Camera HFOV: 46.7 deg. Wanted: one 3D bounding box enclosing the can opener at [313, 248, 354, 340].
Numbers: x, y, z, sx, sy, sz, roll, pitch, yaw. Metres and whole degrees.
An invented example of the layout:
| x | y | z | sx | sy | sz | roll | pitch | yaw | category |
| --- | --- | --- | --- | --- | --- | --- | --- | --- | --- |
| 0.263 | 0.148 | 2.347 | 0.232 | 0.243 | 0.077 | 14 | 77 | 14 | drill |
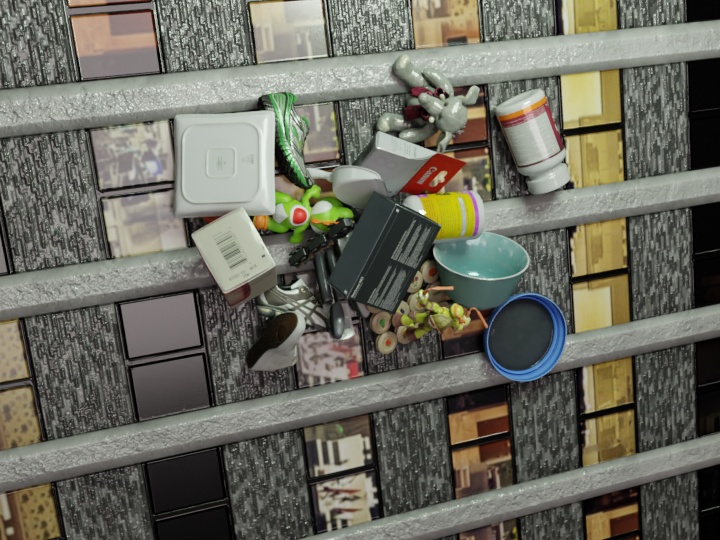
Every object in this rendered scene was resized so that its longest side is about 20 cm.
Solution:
| x | y | z | sx | sy | sz | roll | pitch | yaw | category |
| --- | --- | --- | --- | --- | --- | --- | --- | --- | --- |
| -0.052 | 0.046 | 1.673 | 0.052 | 0.067 | 0.201 | -6 | 64 | -18 | can opener |

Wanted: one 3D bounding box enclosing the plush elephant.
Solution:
| x | y | z | sx | sy | sz | roll | pitch | yaw | category |
| --- | --- | --- | --- | --- | --- | --- | --- | --- | --- |
| 0.149 | -0.320 | 1.666 | 0.199 | 0.155 | 0.166 | 24 | 92 | -19 | plush elephant |

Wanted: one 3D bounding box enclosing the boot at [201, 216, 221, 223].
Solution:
| x | y | z | sx | sy | sz | roll | pitch | yaw | category |
| --- | --- | --- | --- | --- | --- | --- | --- | --- | --- |
| -0.250 | -0.179 | 1.608 | 0.107 | 0.075 | 0.200 | 38 | 96 | -12 | boot |

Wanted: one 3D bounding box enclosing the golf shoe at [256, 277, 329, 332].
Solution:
| x | y | z | sx | sy | sz | roll | pitch | yaw | category |
| --- | --- | --- | --- | --- | --- | --- | --- | --- | --- |
| -0.110 | 0.067 | 1.696 | 0.199 | 0.078 | 0.095 | 14 | 95 | -20 | golf shoe |

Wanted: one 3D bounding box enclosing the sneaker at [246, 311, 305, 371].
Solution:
| x | y | z | sx | sy | sz | roll | pitch | yaw | category |
| --- | --- | --- | --- | --- | --- | --- | --- | --- | --- |
| -0.148 | 0.143 | 1.661 | 0.084 | 0.200 | 0.073 | 15 | 54 | -30 | sneaker |

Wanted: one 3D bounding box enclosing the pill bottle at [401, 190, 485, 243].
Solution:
| x | y | z | sx | sy | sz | roll | pitch | yaw | category |
| --- | --- | --- | --- | --- | --- | --- | --- | --- | --- |
| 0.150 | -0.107 | 1.730 | 0.199 | 0.104 | 0.105 | -6 | 101 | -16 | pill bottle |

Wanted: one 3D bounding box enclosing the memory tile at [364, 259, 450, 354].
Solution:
| x | y | z | sx | sy | sz | roll | pitch | yaw | category |
| --- | --- | --- | --- | --- | --- | --- | --- | --- | --- |
| 0.103 | 0.077 | 1.759 | 0.199 | 0.017 | 0.154 | -27 | 117 | -26 | memory tile |

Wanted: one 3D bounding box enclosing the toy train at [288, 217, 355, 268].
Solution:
| x | y | z | sx | sy | sz | roll | pitch | yaw | category |
| --- | --- | --- | --- | --- | --- | --- | --- | --- | --- |
| -0.078 | -0.055 | 1.643 | 0.046 | 0.200 | 0.034 | -10 | 74 | -45 | toy train |

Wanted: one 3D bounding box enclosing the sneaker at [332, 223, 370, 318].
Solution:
| x | y | z | sx | sy | sz | roll | pitch | yaw | category |
| --- | --- | --- | --- | --- | --- | --- | --- | --- | --- |
| 0.000 | 0.000 | 1.722 | 0.080 | 0.070 | 0.202 | -17 | 103 | -16 | sneaker |

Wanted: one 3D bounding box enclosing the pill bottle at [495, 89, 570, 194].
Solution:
| x | y | z | sx | sy | sz | roll | pitch | yaw | category |
| --- | --- | --- | --- | --- | --- | --- | --- | --- | --- |
| 0.369 | -0.271 | 1.767 | 0.109 | 0.110 | 0.201 | -28 | 106 | -10 | pill bottle |

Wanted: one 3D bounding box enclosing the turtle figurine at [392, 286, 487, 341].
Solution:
| x | y | z | sx | sy | sz | roll | pitch | yaw | category |
| --- | --- | --- | --- | --- | --- | --- | --- | --- | --- |
| 0.156 | 0.102 | 1.694 | 0.200 | 0.161 | 0.065 | 29 | 53 | -41 | turtle figurine |

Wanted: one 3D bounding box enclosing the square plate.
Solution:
| x | y | z | sx | sy | sz | roll | pitch | yaw | category |
| --- | --- | --- | --- | --- | --- | --- | --- | --- | --- |
| -0.260 | -0.202 | 1.570 | 0.197 | 0.028 | 0.202 | -1 | 85 | 6 | square plate |

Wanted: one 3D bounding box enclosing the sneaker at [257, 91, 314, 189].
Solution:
| x | y | z | sx | sy | sz | roll | pitch | yaw | category |
| --- | --- | --- | --- | --- | --- | --- | --- | --- | --- |
| -0.129 | -0.255 | 1.625 | 0.085 | 0.078 | 0.201 | -20 | 94 | -17 | sneaker |

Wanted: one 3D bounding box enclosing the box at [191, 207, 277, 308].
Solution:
| x | y | z | sx | sy | sz | roll | pitch | yaw | category |
| --- | --- | --- | --- | --- | --- | --- | --- | --- | --- |
| -0.233 | -0.018 | 1.563 | 0.109 | 0.200 | 0.128 | -30 | 83 | -10 | box |

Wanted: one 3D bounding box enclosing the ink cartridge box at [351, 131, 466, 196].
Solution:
| x | y | z | sx | sy | sz | roll | pitch | yaw | category |
| --- | --- | --- | --- | --- | --- | --- | --- | --- | --- |
| 0.087 | -0.191 | 1.669 | 0.199 | 0.163 | 0.057 | 20 | 59 | -17 | ink cartridge box |

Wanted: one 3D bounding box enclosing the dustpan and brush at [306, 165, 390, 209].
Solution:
| x | y | z | sx | sy | sz | roll | pitch | yaw | category |
| --- | --- | --- | --- | --- | --- | --- | --- | --- | --- |
| -0.032 | -0.173 | 1.645 | 0.199 | 0.140 | 0.058 | 5 | 66 | 15 | dustpan and brush |

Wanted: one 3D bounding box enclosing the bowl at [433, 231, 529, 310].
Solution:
| x | y | z | sx | sy | sz | roll | pitch | yaw | category |
| --- | --- | --- | --- | --- | --- | --- | --- | --- | --- |
| 0.247 | 0.009 | 1.750 | 0.199 | 0.201 | 0.106 | -6 | 123 | -16 | bowl |

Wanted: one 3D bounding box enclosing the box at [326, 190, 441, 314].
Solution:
| x | y | z | sx | sy | sz | roll | pitch | yaw | category |
| --- | --- | --- | --- | --- | --- | --- | --- | --- | --- |
| 0.046 | -0.032 | 1.607 | 0.141 | 0.079 | 0.201 | 20 | 101 | -46 | box |

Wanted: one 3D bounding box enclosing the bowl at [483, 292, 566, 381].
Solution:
| x | y | z | sx | sy | sz | roll | pitch | yaw | category |
| --- | --- | --- | --- | --- | --- | --- | --- | --- | --- |
| 0.367 | 0.148 | 1.874 | 0.199 | 0.039 | 0.202 | -3 | 100 | -17 | bowl |

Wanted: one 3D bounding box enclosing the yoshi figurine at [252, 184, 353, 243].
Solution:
| x | y | z | sx | sy | sz | roll | pitch | yaw | category |
| --- | --- | --- | --- | --- | --- | --- | --- | --- | --- |
| -0.114 | -0.116 | 1.670 | 0.198 | 0.113 | 0.113 | 7 | 57 | -4 | yoshi figurine |
